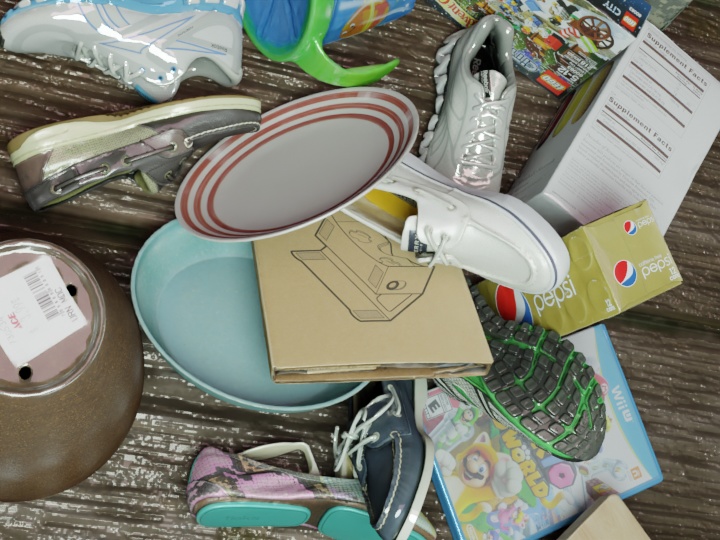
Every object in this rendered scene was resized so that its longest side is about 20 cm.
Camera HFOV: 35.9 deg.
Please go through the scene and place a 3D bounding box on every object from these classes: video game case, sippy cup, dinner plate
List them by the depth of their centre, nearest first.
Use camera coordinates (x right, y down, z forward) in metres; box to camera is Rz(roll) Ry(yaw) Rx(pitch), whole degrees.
[{"bbox_3d":[-0.047,-0.077,0.840,0.199,0.199,0.024,-39,124,-23],"label":"dinner plate"},{"bbox_3d":[-0.022,-0.250,0.918,0.129,0.139,0.181,-17,117,-32],"label":"sippy cup"},{"bbox_3d":[0.148,0.143,0.931,0.197,0.018,0.145,-18,82,-22],"label":"video game case"}]

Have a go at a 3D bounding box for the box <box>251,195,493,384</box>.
[{"bbox_3d":[0.000,0.000,0.846,0.161,0.021,0.202,-1,45,-13],"label":"box"}]

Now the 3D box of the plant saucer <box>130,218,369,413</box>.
[{"bbox_3d":[-0.077,0.035,0.834,0.197,0.036,0.202,15,40,-13],"label":"plant saucer"}]

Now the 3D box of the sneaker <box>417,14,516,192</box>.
[{"bbox_3d":[0.096,-0.123,0.947,0.074,0.081,0.204,9,75,-18],"label":"sneaker"}]

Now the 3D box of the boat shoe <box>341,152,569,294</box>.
[{"bbox_3d":[0.058,-0.031,0.825,0.199,0.072,0.070,32,48,23],"label":"boat shoe"}]

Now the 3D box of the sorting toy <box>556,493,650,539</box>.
[{"bbox_3d":[0.178,0.319,0.869,0.198,0.070,0.201,-37,91,-23],"label":"sorting toy"}]

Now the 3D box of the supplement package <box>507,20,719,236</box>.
[{"bbox_3d":[0.217,-0.093,0.962,0.109,0.114,0.201,37,67,-8],"label":"supplement package"}]

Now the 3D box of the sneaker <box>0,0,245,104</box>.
[{"bbox_3d":[-0.180,-0.173,0.871,0.197,0.075,0.088,-6,84,-20],"label":"sneaker"}]

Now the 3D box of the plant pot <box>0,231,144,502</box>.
[{"bbox_3d":[-0.222,0.049,0.729,0.184,0.200,0.190,5,74,-17],"label":"plant pot"}]

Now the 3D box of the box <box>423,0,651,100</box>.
[{"bbox_3d":[0.132,-0.242,0.958,0.199,0.136,0.038,34,69,-7],"label":"box"}]

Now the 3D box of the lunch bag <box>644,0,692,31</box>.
[{"bbox_3d":[0.207,-0.296,0.964,0.165,0.200,0.142,16,71,-15],"label":"lunch bag"}]

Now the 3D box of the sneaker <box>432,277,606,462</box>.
[{"bbox_3d":[0.109,0.078,0.864,0.078,0.086,0.200,-36,57,-21],"label":"sneaker"}]

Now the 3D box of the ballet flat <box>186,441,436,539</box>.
[{"bbox_3d":[-0.033,0.166,0.843,0.197,0.069,0.072,12,53,-15],"label":"ballet flat"}]

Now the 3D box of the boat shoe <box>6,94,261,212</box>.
[{"bbox_3d":[-0.167,-0.090,0.859,0.197,0.073,0.066,-14,90,-16],"label":"boat shoe"}]

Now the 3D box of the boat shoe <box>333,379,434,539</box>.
[{"bbox_3d":[0.015,0.120,0.812,0.061,0.075,0.201,26,29,-12],"label":"boat shoe"}]

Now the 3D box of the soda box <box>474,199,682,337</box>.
[{"bbox_3d":[0.159,0.013,0.868,0.063,0.200,0.069,-21,83,-24],"label":"soda box"}]
